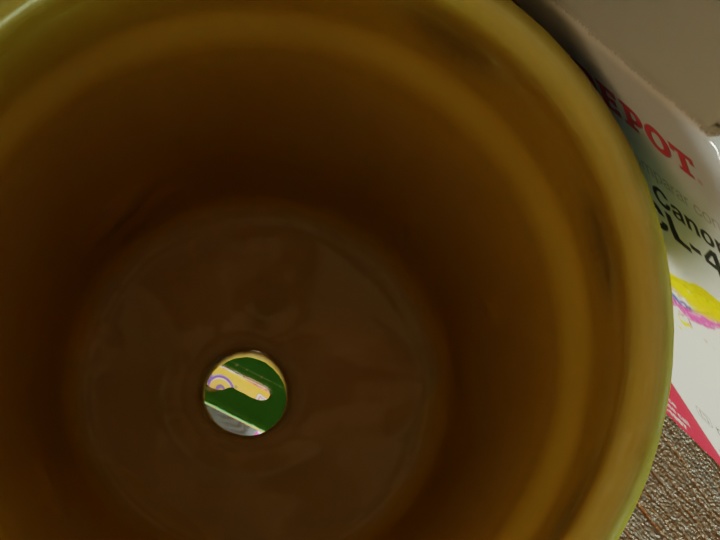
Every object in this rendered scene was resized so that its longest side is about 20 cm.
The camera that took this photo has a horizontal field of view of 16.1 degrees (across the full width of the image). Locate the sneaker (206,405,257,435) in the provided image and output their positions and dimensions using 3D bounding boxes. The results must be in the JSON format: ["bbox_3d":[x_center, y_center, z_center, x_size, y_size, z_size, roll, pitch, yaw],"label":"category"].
[{"bbox_3d":[-0.080,0.053,0.921,0.200,0.078,0.112,-30,180,-31],"label":"sneaker"}]

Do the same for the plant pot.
[{"bbox_3d":[-0.029,0.025,0.684,0.201,0.201,0.189,-37,174,-7],"label":"plant pot"}]

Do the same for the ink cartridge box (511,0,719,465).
[{"bbox_3d":[0.110,-0.023,0.686,0.086,0.148,0.200,-35,133,-7],"label":"ink cartridge box"}]

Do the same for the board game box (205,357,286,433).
[{"bbox_3d":[0.000,0.000,0.867,0.200,0.096,0.030,-41,150,-49],"label":"board game box"}]

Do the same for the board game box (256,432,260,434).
[{"bbox_3d":[0.019,0.015,1.046,0.097,0.159,0.200,-42,165,-47],"label":"board game box"}]
